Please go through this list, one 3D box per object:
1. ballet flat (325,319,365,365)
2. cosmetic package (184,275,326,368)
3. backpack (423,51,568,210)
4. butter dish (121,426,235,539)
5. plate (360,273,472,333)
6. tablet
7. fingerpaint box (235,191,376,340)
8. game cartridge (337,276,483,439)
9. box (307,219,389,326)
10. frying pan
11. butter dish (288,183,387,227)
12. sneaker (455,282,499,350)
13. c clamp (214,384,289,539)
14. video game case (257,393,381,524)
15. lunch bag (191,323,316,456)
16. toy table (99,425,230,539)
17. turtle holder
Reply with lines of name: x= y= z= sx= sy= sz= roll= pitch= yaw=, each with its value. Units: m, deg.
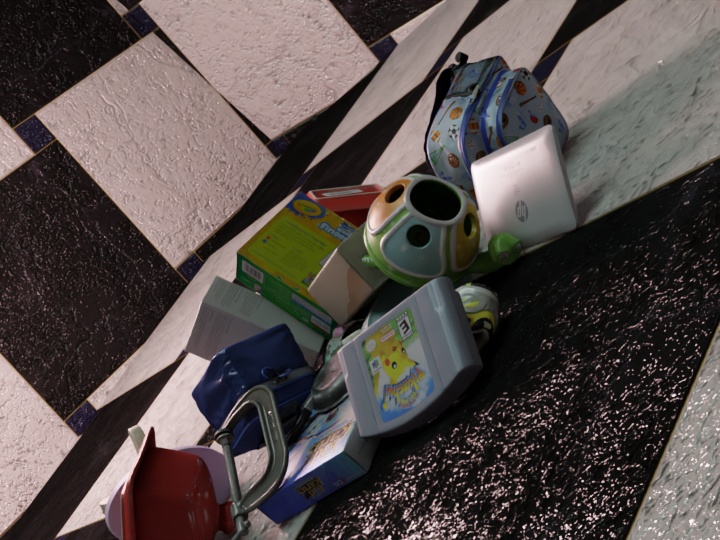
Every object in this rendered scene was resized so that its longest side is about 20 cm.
ballet flat: x=-0.008 y=0.110 z=1.795 sx=0.071 sy=0.069 sz=0.200 roll=-42 pitch=9 yaw=12
cosmetic package: x=-0.159 y=0.106 z=1.957 sx=0.085 sy=0.199 sz=0.108 roll=-69 pitch=4 yaw=-58
backpack: x=0.186 y=-0.180 z=1.756 sx=0.154 sy=0.200 sz=0.191 roll=-3 pitch=48 yaw=55
butter dish: x=-0.244 y=0.338 z=1.729 sx=0.200 sy=0.147 sz=0.201 roll=-88 pitch=-1 yaw=-74
plate: x=0.066 y=0.049 z=1.689 sx=0.200 sy=0.026 sz=0.201 roll=-36 pitch=30 yaw=25
tablet: x=0.202 y=-0.096 z=1.582 sx=0.014 sy=0.131 sz=0.200 roll=-12 pitch=-5 yaw=-25
fingerpaint box: x=-0.067 y=-0.006 z=1.966 sx=0.167 sy=0.199 sz=0.074 roll=-47 pitch=-20 yaw=-33
game cartridge: x=0.054 y=0.112 z=1.459 sx=0.040 sy=0.134 sz=0.200 roll=2 pitch=-31 yaw=-42
box: x=0.000 y=0.000 z=1.759 sx=0.095 sy=0.078 sz=0.200 roll=-42 pitch=-4 yaw=-20
frying pan: x=-0.052 y=0.160 z=1.668 sx=0.190 sy=0.031 sz=0.115 roll=-40 pitch=17 yaw=21
butter dish: x=-0.017 y=-0.067 z=2.200 sx=0.199 sy=0.149 sz=0.199 roll=-7 pitch=11 yaw=-6
sneaker: x=0.084 y=0.097 z=1.491 sx=0.200 sy=0.075 sz=0.077 roll=-47 pitch=18 yaw=28
c clamp: x=-0.155 y=0.253 z=1.641 sx=0.171 sy=0.027 sz=0.201 roll=-44 pitch=39 yaw=29
video game case: x=-0.035 y=0.214 z=1.613 sx=0.200 sy=0.045 sz=0.182 roll=-38 pitch=18 yaw=42
lunch bag: x=-0.140 y=0.179 z=1.792 sx=0.135 sy=0.133 sz=0.200 roll=-23 pitch=-18 yaw=-31
toy table: x=-0.302 y=0.330 z=1.912 sx=0.199 sy=0.185 sz=0.117 roll=-13 pitch=7 yaw=-23
turtle holder: x=0.096 y=-0.043 z=1.601 sx=0.141 sy=0.186 sz=0.132 roll=-37 pitch=-17 yaw=-27
